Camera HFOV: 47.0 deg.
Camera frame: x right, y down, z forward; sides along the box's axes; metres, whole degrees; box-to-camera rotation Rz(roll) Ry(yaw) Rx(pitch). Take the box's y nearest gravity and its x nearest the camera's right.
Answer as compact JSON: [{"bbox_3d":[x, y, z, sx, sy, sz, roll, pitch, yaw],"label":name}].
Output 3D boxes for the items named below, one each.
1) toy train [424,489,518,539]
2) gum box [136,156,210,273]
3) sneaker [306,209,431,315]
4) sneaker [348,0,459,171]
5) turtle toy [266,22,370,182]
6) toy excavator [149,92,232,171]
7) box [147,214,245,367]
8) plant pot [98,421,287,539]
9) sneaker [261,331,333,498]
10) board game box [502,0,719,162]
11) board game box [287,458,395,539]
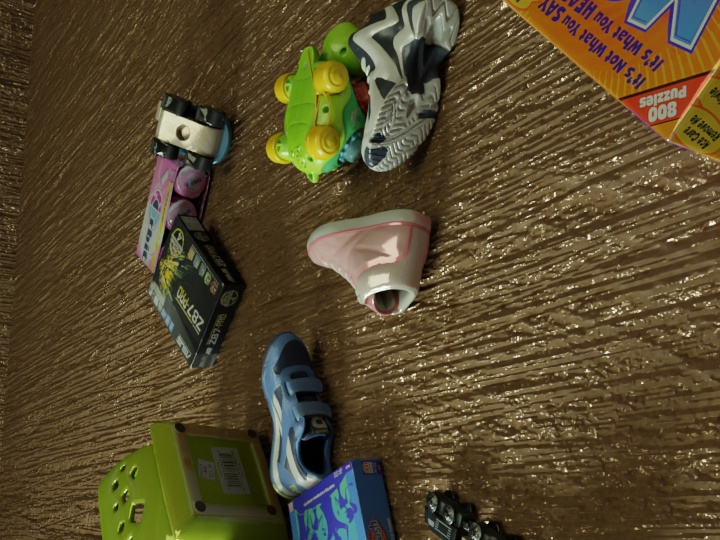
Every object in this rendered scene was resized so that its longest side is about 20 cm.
[{"bbox_3d":[0.122,0.259,0.753,0.199,0.033,0.047,21,104,56],"label":"toy train"},{"bbox_3d":[-0.330,-0.104,1.462,0.113,0.065,0.205,32,109,54],"label":"gum box"},{"bbox_3d":[0.000,0.000,0.949,0.198,0.074,0.107,-11,69,50],"label":"sneaker"},{"bbox_3d":[0.030,-0.220,0.952,0.129,0.078,0.204,29,106,55],"label":"sneaker"},{"bbox_3d":[-0.038,-0.209,1.027,0.145,0.099,0.205,8,89,57],"label":"turtle toy"},{"bbox_3d":[-0.295,-0.246,1.423,0.191,0.200,0.102,20,102,10],"label":"toy excavator"},{"bbox_3d":[-0.271,0.031,1.346,0.200,0.048,0.163,49,124,39],"label":"box"},{"bbox_3d":[-0.216,0.321,1.102,0.183,0.196,0.202,-52,43,25],"label":"plant pot"},{"bbox_3d":[-0.071,0.174,1.025,0.082,0.073,0.205,-22,72,49],"label":"sneaker"},{"bbox_3d":[0.248,-0.196,0.520,0.202,0.197,0.201,-60,40,27],"label":"board game box"},{"bbox_3d":[-0.014,0.335,0.925,0.152,0.044,0.204,-44,50,42],"label":"board game box"}]
